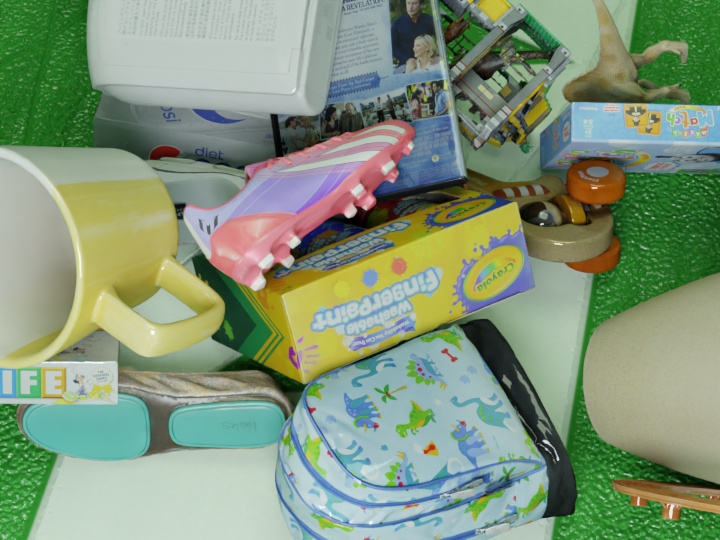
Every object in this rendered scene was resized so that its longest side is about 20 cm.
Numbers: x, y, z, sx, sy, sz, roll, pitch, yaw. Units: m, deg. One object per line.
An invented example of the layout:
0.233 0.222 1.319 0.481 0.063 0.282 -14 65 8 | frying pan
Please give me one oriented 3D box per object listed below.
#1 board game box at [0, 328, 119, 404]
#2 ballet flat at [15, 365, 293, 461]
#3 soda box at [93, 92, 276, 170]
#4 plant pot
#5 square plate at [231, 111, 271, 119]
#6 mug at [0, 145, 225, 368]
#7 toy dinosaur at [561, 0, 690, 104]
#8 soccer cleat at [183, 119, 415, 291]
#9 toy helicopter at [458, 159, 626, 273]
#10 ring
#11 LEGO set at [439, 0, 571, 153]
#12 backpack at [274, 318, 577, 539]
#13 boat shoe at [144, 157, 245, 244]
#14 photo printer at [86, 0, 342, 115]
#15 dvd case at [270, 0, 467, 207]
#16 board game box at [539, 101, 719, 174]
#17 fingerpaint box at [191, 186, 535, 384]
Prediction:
-0.241 0.036 1.582 0.133 0.034 0.200 1 24 -6 | board game box
-0.149 0.099 1.577 0.198 0.069 0.067 3 28 -9 | ballet flat
-0.112 -0.102 1.746 0.198 0.069 0.064 9 44 3 | soda box
0.266 0.076 1.549 0.199 0.188 0.188 -3 40 35 | plant pot
-0.080 -0.164 1.765 0.197 0.029 0.200 13 20 13 | square plate
-0.196 -0.005 1.510 0.153 0.149 0.187 -18 78 -57 | mug
0.212 -0.154 1.747 0.100 0.200 0.059 -2 63 0 | toy dinosaur
-0.038 -0.063 1.552 0.076 0.067 0.200 43 56 10 | soccer cleat
0.106 -0.049 1.721 0.199 0.079 0.132 25 38 35 | toy helicopter
0.270 0.166 1.495 0.199 0.200 0.019 7 89 0 | ring
0.067 -0.164 1.749 0.116 0.154 0.200 -44 92 -19 | LEGO set
0.034 0.126 1.525 0.199 0.154 0.164 -23 62 -8 | backpack
-0.147 -0.056 1.685 0.199 0.071 0.070 1 10 33 | boat shoe
-0.113 -0.203 1.645 0.199 0.069 0.168 4 82 23 | photo printer
-0.003 -0.148 1.647 0.142 0.018 0.202 -12 76 13 | dvd case
0.253 -0.104 1.740 0.198 0.151 0.037 2 84 -4 | board game box
0.000 0.000 1.612 0.199 0.074 0.167 -21 19 -22 | fingerpaint box
